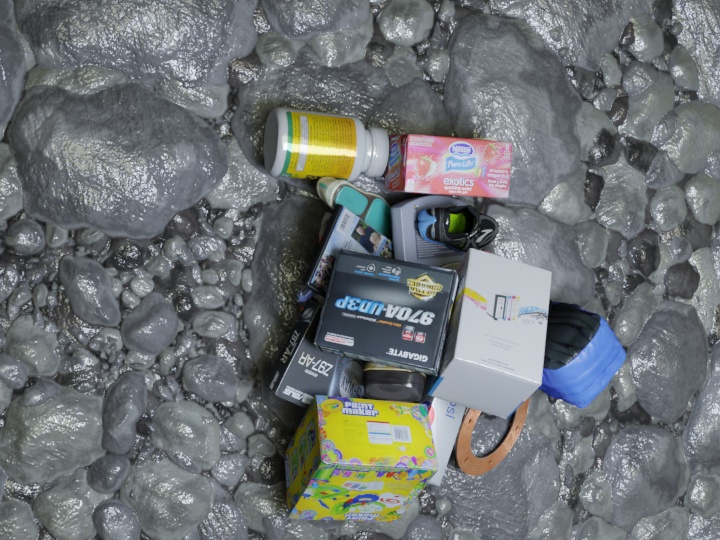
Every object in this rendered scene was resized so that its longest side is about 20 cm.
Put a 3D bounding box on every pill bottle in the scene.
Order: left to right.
[{"bbox_3d":[-0.057,-0.208,1.579,0.196,0.112,0.115,3,89,-20],"label":"pill bottle"}]

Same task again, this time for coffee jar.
[{"bbox_3d":[0.059,0.108,1.511,0.102,0.085,0.204,0,72,11],"label":"coffee jar"}]

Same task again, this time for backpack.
[{"bbox_3d":[0.382,0.155,1.690,0.168,0.199,0.163,46,76,-18],"label":"backpack"}]

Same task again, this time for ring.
[{"bbox_3d":[0.236,0.275,1.689,0.198,0.019,0.204,-23,125,-37],"label":"ring"}]

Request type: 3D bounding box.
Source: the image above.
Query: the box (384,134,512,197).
[{"bbox_3d":[0.148,-0.177,1.590,0.196,0.099,0.098,2,97,-20],"label":"box"}]

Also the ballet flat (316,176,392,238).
[{"bbox_3d":[-0.006,-0.113,1.608,0.068,0.062,0.199,-59,143,-2],"label":"ballet flat"}]

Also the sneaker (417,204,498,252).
[{"bbox_3d":[0.181,-0.072,1.621,0.198,0.082,0.072,6,82,-49],"label":"sneaker"}]

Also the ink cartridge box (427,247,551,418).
[{"bbox_3d":[0.204,0.099,1.486,0.142,0.148,0.203,16,58,-5],"label":"ink cartridge box"}]

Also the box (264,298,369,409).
[{"bbox_3d":[-0.040,0.160,1.557,0.198,0.043,0.162,29,88,-33],"label":"box"}]

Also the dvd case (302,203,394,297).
[{"bbox_3d":[0.000,0.000,1.563,0.199,0.017,0.145,34,74,-40],"label":"dvd case"}]

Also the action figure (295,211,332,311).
[{"bbox_3d":[-0.036,0.023,1.612,0.198,0.104,0.196,27,88,-39],"label":"action figure"}]

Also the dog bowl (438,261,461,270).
[{"bbox_3d":[0.182,0.090,1.615,0.196,0.074,0.204,6,61,-11],"label":"dog bowl"}]

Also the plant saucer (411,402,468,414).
[{"bbox_3d":[0.108,0.204,1.678,0.197,0.037,0.205,0,89,-20],"label":"plant saucer"}]

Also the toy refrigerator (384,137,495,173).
[{"bbox_3d":[0.145,-0.193,1.675,0.196,0.070,0.078,-4,92,-19],"label":"toy refrigerator"}]

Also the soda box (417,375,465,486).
[{"bbox_3d":[0.131,0.266,1.633,0.067,0.063,0.203,22,82,-18],"label":"soda box"}]

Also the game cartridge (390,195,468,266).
[{"bbox_3d":[0.126,-0.064,1.646,0.198,0.040,0.136,-5,95,-47],"label":"game cartridge"}]

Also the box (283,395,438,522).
[{"bbox_3d":[-0.005,0.314,1.538,0.196,0.194,0.124,8,48,-20],"label":"box"}]

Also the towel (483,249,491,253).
[{"bbox_3d":[0.229,0.077,1.693,0.143,0.023,0.201,38,66,1],"label":"towel"}]

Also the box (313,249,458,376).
[{"bbox_3d":[0.041,0.063,1.458,0.196,0.046,0.162,11,74,15],"label":"box"}]
